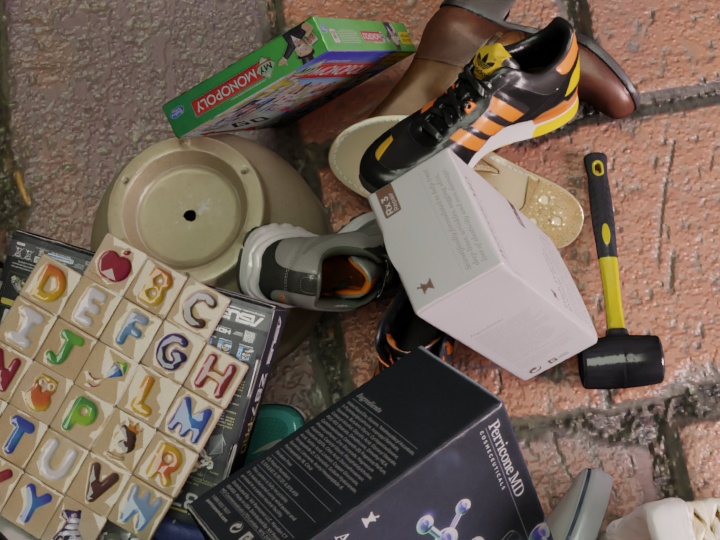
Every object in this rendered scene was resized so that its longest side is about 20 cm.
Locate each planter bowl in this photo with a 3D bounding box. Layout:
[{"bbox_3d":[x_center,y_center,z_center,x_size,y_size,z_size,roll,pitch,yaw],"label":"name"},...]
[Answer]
[{"bbox_3d":[-0.124,-0.027,0.977,0.199,0.135,0.201,-2,72,5],"label":"planter bowl"}]

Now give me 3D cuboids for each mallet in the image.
[{"bbox_3d":[0.208,-0.002,0.995,0.066,0.041,0.201,3,69,5],"label":"mallet"}]

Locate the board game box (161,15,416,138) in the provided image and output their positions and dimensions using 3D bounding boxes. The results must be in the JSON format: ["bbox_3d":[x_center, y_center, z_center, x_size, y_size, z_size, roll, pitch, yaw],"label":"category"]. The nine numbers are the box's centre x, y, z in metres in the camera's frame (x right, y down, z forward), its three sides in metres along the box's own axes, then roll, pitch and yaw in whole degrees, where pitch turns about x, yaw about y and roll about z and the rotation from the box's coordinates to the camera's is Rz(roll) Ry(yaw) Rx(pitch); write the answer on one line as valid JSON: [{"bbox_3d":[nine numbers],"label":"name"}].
[{"bbox_3d":[-0.048,-0.148,0.956,0.134,0.200,0.029,-26,89,22],"label":"board game box"}]

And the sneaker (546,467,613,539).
[{"bbox_3d":[0.115,0.224,0.910,0.071,0.073,0.200,30,78,9],"label":"sneaker"}]

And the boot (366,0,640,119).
[{"bbox_3d":[0.105,-0.117,1.024,0.188,0.068,0.200,33,84,1],"label":"boot"}]

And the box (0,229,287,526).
[{"bbox_3d":[-0.168,0.075,0.877,0.199,0.049,0.162,15,88,8],"label":"box"}]

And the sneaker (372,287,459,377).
[{"bbox_3d":[0.029,0.093,0.937,0.077,0.112,0.201,8,73,7],"label":"sneaker"}]

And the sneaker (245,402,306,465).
[{"bbox_3d":[-0.136,0.145,0.953,0.199,0.080,0.078,-12,72,0],"label":"sneaker"}]

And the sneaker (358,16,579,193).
[{"bbox_3d":[0.080,-0.126,0.930,0.200,0.090,0.070,-28,52,-21],"label":"sneaker"}]

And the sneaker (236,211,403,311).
[{"bbox_3d":[0.000,0.000,0.942,0.079,0.200,0.074,17,107,38],"label":"sneaker"}]

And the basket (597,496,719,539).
[{"bbox_3d":[0.266,0.247,0.828,0.160,0.198,0.201,-11,71,-3],"label":"basket"}]

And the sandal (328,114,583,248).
[{"bbox_3d":[0.079,-0.067,0.976,0.211,0.070,0.078,18,100,-5],"label":"sandal"}]

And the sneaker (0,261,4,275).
[{"bbox_3d":[-0.283,0.076,0.979,0.098,0.071,0.201,-40,55,1],"label":"sneaker"}]

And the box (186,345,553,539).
[{"bbox_3d":[0.012,0.177,0.844,0.200,0.149,0.107,-34,32,-17],"label":"box"}]

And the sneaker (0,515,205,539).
[{"bbox_3d":[-0.206,0.202,0.880,0.199,0.115,0.081,13,116,-4],"label":"sneaker"}]

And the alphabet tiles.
[{"bbox_3d":[-0.178,0.083,0.841,0.166,0.006,0.200,28,84,10],"label":"alphabet tiles"}]

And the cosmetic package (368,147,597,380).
[{"bbox_3d":[0.093,0.001,0.898,0.074,0.200,0.102,-31,62,16],"label":"cosmetic package"}]
